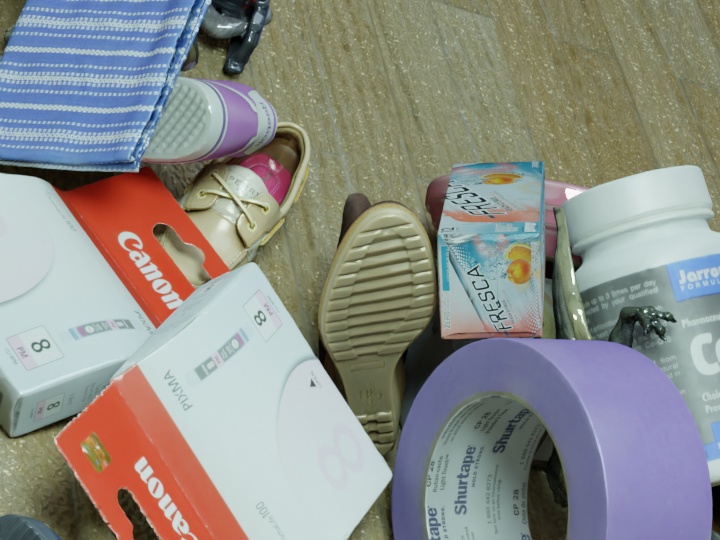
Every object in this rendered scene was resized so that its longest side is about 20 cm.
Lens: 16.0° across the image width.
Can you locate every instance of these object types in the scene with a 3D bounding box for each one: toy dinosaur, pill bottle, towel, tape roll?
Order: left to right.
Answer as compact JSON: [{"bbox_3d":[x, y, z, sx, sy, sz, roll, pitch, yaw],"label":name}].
[{"bbox_3d":[-0.168,-0.154,1.640,0.024,0.145,0.200,50,52,-49],"label":"towel"},{"bbox_3d":[0.111,0.140,1.523,0.085,0.200,0.200,2,44,-36],"label":"tape roll"},{"bbox_3d":[0.148,0.059,1.582,0.047,0.088,0.200,0,89,-44],"label":"toy dinosaur"},{"bbox_3d":[0.199,0.041,1.639,0.114,0.114,0.200,-7,80,-43],"label":"pill bottle"}]

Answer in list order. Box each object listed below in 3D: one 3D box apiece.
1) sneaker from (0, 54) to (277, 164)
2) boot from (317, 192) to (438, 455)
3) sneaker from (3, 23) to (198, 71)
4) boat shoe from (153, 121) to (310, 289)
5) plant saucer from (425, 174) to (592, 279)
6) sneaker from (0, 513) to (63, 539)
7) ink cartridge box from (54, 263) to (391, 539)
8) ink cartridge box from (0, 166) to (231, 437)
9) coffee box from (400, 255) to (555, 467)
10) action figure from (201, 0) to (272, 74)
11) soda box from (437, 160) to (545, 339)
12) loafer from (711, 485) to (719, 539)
[{"bbox_3d":[-0.149,-0.102,1.695,0.200,0.073,0.114,13,9,30],"label":"sneaker"},{"bbox_3d":[0.000,0.000,1.623,0.072,0.200,0.166,-1,39,-8],"label":"boot"},{"bbox_3d":[-0.178,-0.157,1.726,0.089,0.200,0.077,-25,103,-29],"label":"sneaker"},{"bbox_3d":[-0.088,-0.043,1.708,0.074,0.069,0.200,33,35,0],"label":"boat shoe"},{"bbox_3d":[0.141,-0.018,1.794,0.200,0.201,0.051,16,80,-23],"label":"plant saucer"},{"bbox_3d":[-0.132,0.213,1.373,0.200,0.070,0.082,52,22,22],"label":"sneaker"},{"bbox_3d":[-0.074,0.108,1.484,0.163,0.057,0.200,58,29,-11],"label":"ink cartridge box"},{"bbox_3d":[-0.170,0.001,1.572,0.200,0.057,0.163,-23,60,-30],"label":"ink cartridge box"},{"bbox_3d":[0.120,0.068,1.726,0.200,0.080,0.113,12,38,-27],"label":"coffee box"},{"bbox_3d":[-0.097,-0.259,1.875,0.105,0.193,0.200,17,67,-2],"label":"action figure"},{"bbox_3d":[0.084,-0.016,1.609,0.064,0.068,0.200,-1,15,5],"label":"soda box"},{"bbox_3d":[0.254,0.164,1.719,0.073,0.072,0.200,40,35,10],"label":"loafer"}]
